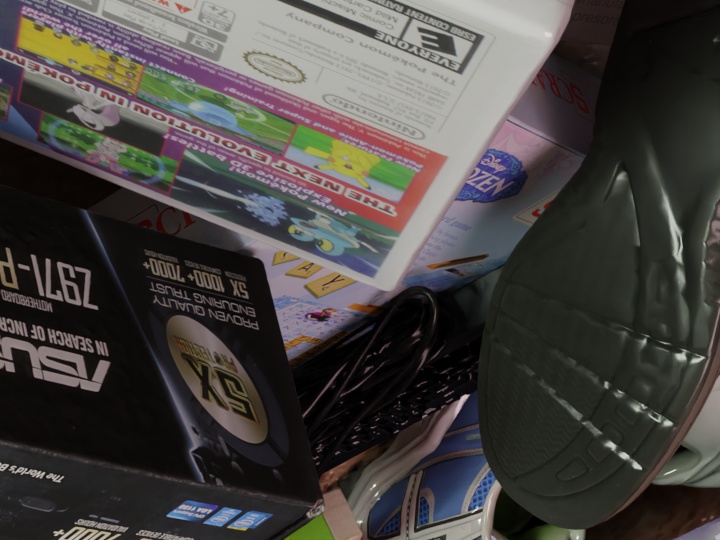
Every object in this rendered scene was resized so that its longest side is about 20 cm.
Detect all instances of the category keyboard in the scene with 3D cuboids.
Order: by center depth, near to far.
[{"bbox_3d":[0.000,0.053,0.876,0.200,0.040,0.104,-31,157,24],"label":"keyboard"}]

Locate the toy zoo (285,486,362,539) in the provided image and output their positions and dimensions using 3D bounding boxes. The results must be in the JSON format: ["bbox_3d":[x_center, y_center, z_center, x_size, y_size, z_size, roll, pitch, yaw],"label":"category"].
[{"bbox_3d":[-0.097,0.138,0.942,0.200,0.020,0.131,-25,168,-11],"label":"toy zoo"}]

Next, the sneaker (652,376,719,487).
[{"bbox_3d":[0.141,0.021,1.004,0.099,0.078,0.200,-11,135,-15],"label":"sneaker"}]

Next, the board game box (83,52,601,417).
[{"bbox_3d":[0.000,0.000,0.859,0.199,0.041,0.200,-29,156,22],"label":"board game box"}]

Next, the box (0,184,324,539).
[{"bbox_3d":[-0.140,0.051,0.722,0.164,0.086,0.200,-36,145,32],"label":"box"}]

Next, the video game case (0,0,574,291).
[{"bbox_3d":[-0.062,-0.067,0.662,0.200,0.023,0.182,22,158,-4],"label":"video game case"}]

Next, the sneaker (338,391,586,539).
[{"bbox_3d":[0.035,0.103,1.025,0.076,0.077,0.200,-1,135,-30],"label":"sneaker"}]

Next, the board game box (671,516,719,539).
[{"bbox_3d":[0.111,0.144,1.039,0.165,0.057,0.200,-29,168,15],"label":"board game box"}]

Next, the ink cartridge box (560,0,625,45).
[{"bbox_3d":[0.059,-0.170,0.755,0.145,0.084,0.200,3,130,-33],"label":"ink cartridge box"}]

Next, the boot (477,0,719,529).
[{"bbox_3d":[0.122,-0.023,0.801,0.154,0.073,0.204,-17,133,-49],"label":"boot"}]
